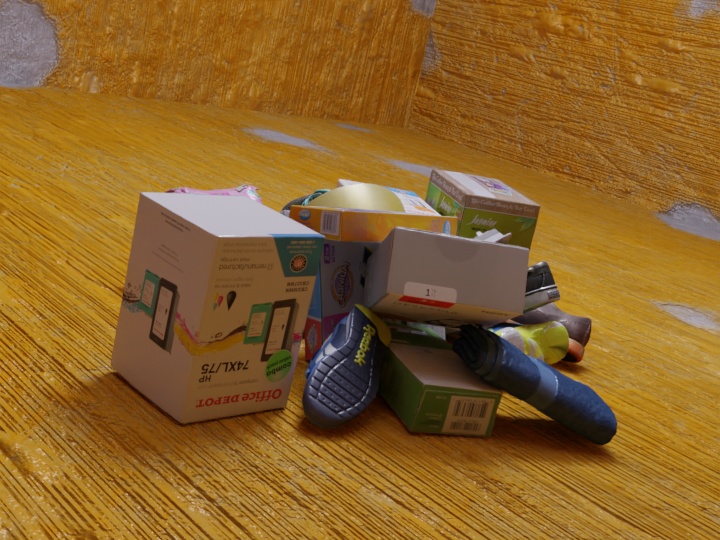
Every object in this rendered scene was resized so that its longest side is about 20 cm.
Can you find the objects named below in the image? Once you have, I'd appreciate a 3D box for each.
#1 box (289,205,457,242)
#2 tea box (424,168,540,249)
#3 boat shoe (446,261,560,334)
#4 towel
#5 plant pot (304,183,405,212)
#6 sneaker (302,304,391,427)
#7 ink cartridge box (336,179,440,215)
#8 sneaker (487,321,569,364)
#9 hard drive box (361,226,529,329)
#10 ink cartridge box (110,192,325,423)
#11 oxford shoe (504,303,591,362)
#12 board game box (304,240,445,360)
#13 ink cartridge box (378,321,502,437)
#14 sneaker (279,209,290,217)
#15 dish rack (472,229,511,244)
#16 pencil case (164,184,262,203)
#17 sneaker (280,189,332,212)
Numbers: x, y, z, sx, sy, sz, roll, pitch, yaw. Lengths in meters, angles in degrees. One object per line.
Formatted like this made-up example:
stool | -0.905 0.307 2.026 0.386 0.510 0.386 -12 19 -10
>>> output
box | 0.025 -0.056 1.250 0.199 0.042 0.119 -1 7 -35
tea box | 0.186 -0.049 1.678 0.133 0.198 0.200 8 14 -16
boat shoe | 0.186 0.042 1.419 0.199 0.064 0.071 -22 -11 30
towel | 0.205 0.130 1.173 0.199 0.049 0.112 31 6 -16
plant pot | 0.000 0.000 1.416 0.199 0.201 0.142 2 43 -34
sneaker | -0.024 0.120 1.132 0.074 0.082 0.200 43 31 -6
ink cartridge box | 0.036 -0.050 1.659 0.146 0.146 0.200 9 16 -17
sneaker | 0.193 0.112 1.368 0.199 0.076 0.105 -5 2 -44
hard drive box | 0.092 0.015 1.175 0.155 0.077 0.200 9 -11 -6
ink cartridge box | -0.154 0.035 1.067 0.146 0.201 0.146 -3 22 -45
oxford shoe | 0.244 0.068 1.488 0.199 0.073 0.071 22 -18 14
board game box | 0.020 0.038 1.297 0.199 0.154 0.040 3 -8 -35
ink cartridge box | 0.075 0.125 1.196 0.103 0.060 0.200 9 15 -23
sneaker | -0.101 -0.038 1.541 0.099 0.078 0.200 15 -15 -29
dish rack | 0.138 0.010 1.464 0.043 0.172 0.200 41 22 11
pencil case | -0.258 -0.109 1.759 0.087 0.088 0.200 22 18 32
sneaker | -0.057 -0.096 1.526 0.199 0.078 0.091 -1 -19 39
